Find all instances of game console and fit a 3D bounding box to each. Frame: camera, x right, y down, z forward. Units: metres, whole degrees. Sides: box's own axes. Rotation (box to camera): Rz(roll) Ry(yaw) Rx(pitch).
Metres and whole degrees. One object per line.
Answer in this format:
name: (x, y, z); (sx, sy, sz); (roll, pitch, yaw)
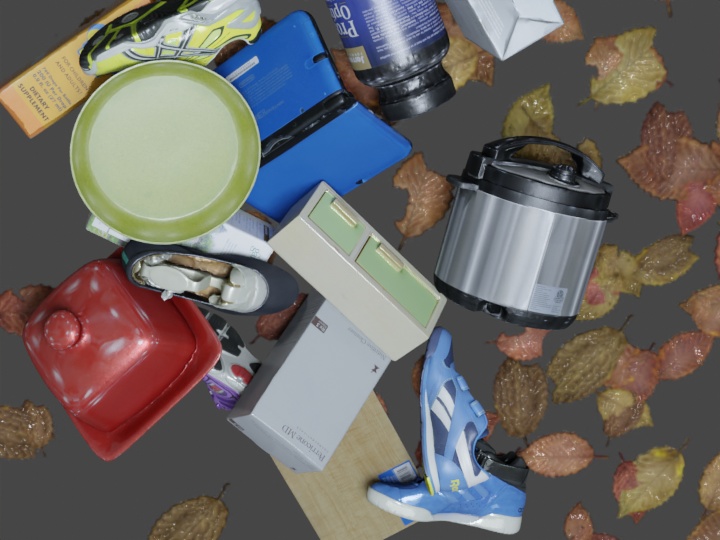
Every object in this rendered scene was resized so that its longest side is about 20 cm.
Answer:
game console: (-0.073, -0.164, 1.391); (0.200, 0.118, 0.171); (-30, 78, 29)

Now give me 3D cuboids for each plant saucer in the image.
plant saucer: (-0.206, -0.126, 1.323); (0.200, 0.031, 0.200); (-6, 112, -15)

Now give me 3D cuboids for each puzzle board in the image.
puzzle board: (-0.012, 0.254, 1.563); (0.151, 0.017, 0.200); (-28, 108, 2)

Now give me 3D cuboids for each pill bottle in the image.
pill bottle: (0.031, -0.269, 1.356); (0.112, 0.112, 0.200); (-22, 107, 2)

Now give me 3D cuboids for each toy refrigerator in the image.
toy refrigerator: (0.000, 0.000, 1.401); (0.200, 0.076, 0.070); (43, 131, -10)

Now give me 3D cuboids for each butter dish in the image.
butter dish: (-0.291, 0.076, 1.379); (0.200, 0.148, 0.199); (-43, 65, 9)

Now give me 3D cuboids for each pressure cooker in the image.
pressure cooker: (0.187, -0.050, 1.401); (0.179, 0.176, 0.200); (20, 104, 24)

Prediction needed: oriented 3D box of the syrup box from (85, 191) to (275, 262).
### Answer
syrup box: (-0.201, -0.048, 1.417); (0.200, 0.081, 0.079); (26, 106, -14)

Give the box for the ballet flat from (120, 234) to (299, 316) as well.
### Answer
ballet flat: (-0.164, 0.013, 1.362); (0.200, 0.073, 0.073); (16, 105, -10)

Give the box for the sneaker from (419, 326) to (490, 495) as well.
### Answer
sneaker: (0.111, 0.166, 1.489); (0.082, 0.074, 0.200); (-3, 79, 4)

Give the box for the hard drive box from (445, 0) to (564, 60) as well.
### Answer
hard drive box: (0.123, -0.315, 1.305); (0.077, 0.200, 0.156); (-30, 108, 4)

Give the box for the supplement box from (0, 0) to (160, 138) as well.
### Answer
supplement box: (-0.296, -0.229, 1.361); (0.200, 0.069, 0.067); (-35, 109, 3)

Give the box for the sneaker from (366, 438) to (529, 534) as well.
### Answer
sneaker: (0.111, 0.252, 1.535); (0.200, 0.077, 0.111); (11, 93, -9)

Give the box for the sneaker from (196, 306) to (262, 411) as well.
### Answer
sneaker: (-0.167, 0.124, 1.478); (0.200, 0.081, 0.083); (42, 129, -5)

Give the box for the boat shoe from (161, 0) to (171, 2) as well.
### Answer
boat shoe: (-0.132, -0.332, 1.346); (0.200, 0.076, 0.072); (-12, 112, 8)

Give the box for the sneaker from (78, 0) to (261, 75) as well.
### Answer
sneaker: (-0.195, -0.238, 1.301); (0.200, 0.075, 0.076); (-20, 125, 4)

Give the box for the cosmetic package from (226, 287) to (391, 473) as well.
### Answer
cosmetic package: (-0.049, 0.121, 1.435); (0.113, 0.081, 0.200); (38, 63, -16)
